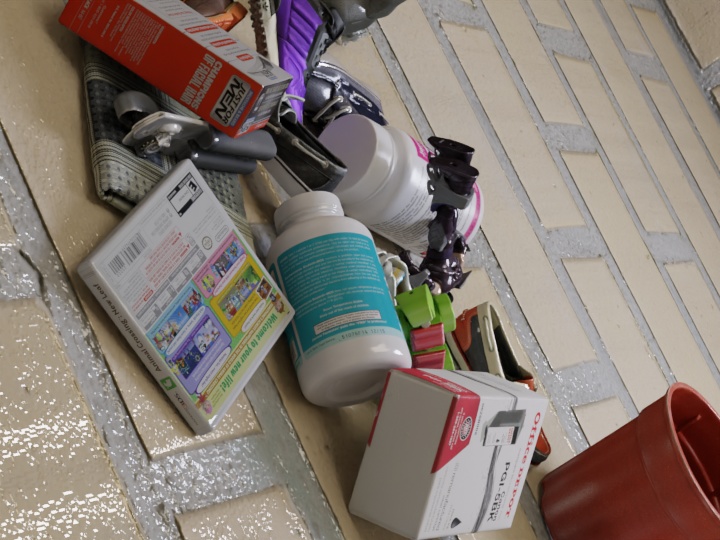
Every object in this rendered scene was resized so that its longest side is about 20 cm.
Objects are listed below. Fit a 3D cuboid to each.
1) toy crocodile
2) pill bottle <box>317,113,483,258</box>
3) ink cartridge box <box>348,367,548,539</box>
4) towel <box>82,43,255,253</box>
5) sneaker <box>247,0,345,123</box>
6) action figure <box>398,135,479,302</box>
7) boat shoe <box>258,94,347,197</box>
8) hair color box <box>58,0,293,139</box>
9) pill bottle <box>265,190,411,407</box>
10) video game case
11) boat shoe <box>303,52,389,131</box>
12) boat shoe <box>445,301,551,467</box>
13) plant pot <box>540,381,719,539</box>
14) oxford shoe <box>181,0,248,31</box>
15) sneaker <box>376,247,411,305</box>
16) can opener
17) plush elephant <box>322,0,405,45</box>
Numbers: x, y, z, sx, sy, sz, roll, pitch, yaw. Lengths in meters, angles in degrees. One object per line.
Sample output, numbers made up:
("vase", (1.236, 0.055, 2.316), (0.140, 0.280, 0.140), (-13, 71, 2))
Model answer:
("toy crocodile", (0.063, 0.084, 1.676), (0.200, 0.067, 0.062), (86, -13, -47))
("pill bottle", (0.041, -0.094, 1.859), (0.200, 0.113, 0.113), (28, 39, -47))
("ink cartridge box", (0.090, 0.177, 1.609), (0.200, 0.083, 0.147), (7, 100, -58))
("towel", (-0.185, -0.103, 1.571), (0.200, 0.035, 0.193), (30, 35, -42))
("sneaker", (-0.062, -0.243, 1.775), (0.070, 0.099, 0.200), (-171, -106, -75))
("action figure", (0.086, -0.037, 1.781), (0.130, 0.069, 0.200), (-57, 158, -60))
("boat shoe", (-0.093, -0.155, 1.699), (0.199, 0.068, 0.074), (49, 24, 17))
("hair color box", (-0.172, -0.208, 1.562), (0.200, 0.064, 0.111), (33, 16, 5))
("pill bottle", (-0.027, 0.024, 1.613), (0.111, 0.111, 0.200), (21, 45, -52))
("video game case", (-0.149, 0.020, 1.464), (0.182, 0.022, 0.200), (56, 33, -15))
("boat shoe", (-0.025, -0.180, 1.879), (0.200, 0.075, 0.093), (17, 42, -54))
("boat shoe", (0.170, 0.132, 1.907), (0.200, 0.063, 0.071), (61, 24, 2))
("plant pot", (0.326, 0.260, 1.893), (0.201, 0.195, 0.201), (41, 31, -31))
("oxford shoe", (-0.175, -0.266, 1.711), (0.073, 0.071, 0.200), (49, 12, -7))
("sneaker", (0.000, 0.000, 1.724), (0.200, 0.081, 0.077), (53, 28, -10))
("can opener", (-0.156, -0.135, 1.558), (0.200, 0.053, 0.067), (4, 56, -61))
("plush elephant", (-0.027, -0.369, 1.995), (0.200, 0.165, 0.155), (87, -11, -84))
